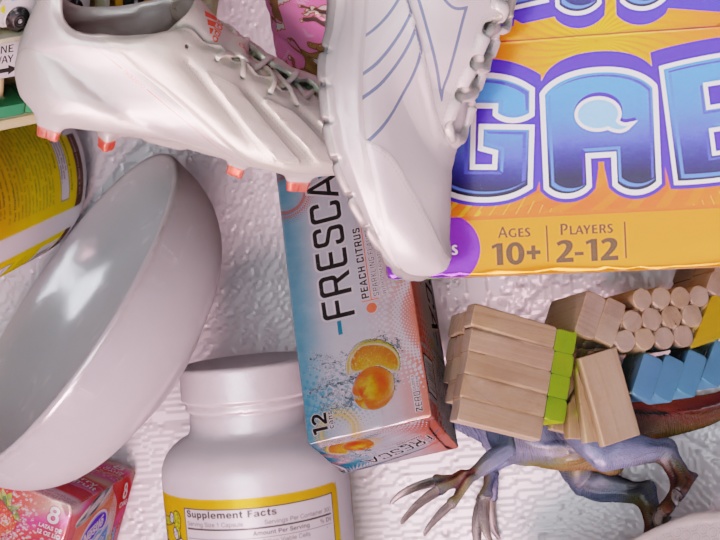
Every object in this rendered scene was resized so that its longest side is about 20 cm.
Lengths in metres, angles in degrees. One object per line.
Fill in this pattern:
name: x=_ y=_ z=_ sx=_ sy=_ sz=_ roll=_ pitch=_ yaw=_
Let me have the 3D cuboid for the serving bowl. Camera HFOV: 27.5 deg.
serving bowl: x=-0.136 y=0.037 z=0.798 sx=0.066 sy=0.200 sz=0.201 roll=35 pitch=102 yaw=-21

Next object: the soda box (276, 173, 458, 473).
soda box: x=0.000 y=0.000 z=0.778 sx=0.068 sy=0.064 sz=0.202 roll=-13 pitch=65 yaw=12

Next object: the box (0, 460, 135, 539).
box: x=-0.247 y=0.137 z=0.862 sx=0.198 sy=0.103 sz=0.096 roll=19 pitch=97 yaw=11

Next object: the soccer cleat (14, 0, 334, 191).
soccer cleat: x=-0.066 y=-0.090 z=0.714 sx=0.197 sy=0.069 sz=0.078 roll=9 pitch=114 yaw=-16

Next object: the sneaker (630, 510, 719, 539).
sneaker: x=0.173 y=0.177 z=0.763 sx=0.199 sy=0.099 sz=0.072 roll=-23 pitch=58 yaw=35

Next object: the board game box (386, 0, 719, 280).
board game box: x=0.121 y=-0.105 z=0.714 sx=0.197 sy=0.200 sz=0.203 roll=-2 pitch=93 yaw=12

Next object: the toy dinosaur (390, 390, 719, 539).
toy dinosaur: x=0.093 y=0.090 z=0.819 sx=0.181 sy=0.105 sz=0.200 roll=36 pitch=67 yaw=16

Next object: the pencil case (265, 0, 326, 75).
pencil case: x=-0.022 y=-0.177 z=0.718 sx=0.082 sy=0.201 sz=0.087 roll=2 pitch=53 yaw=13

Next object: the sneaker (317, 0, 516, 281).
sneaker: x=0.025 y=-0.097 z=0.598 sx=0.086 sy=0.074 sz=0.203 roll=-4 pitch=93 yaw=8

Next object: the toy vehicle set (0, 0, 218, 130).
toy vehicle set: x=-0.156 y=-0.132 z=0.714 sx=0.026 sy=0.198 sz=0.125 roll=42 pitch=135 yaw=35

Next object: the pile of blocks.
pile of blocks: x=0.128 y=0.046 z=0.769 sx=0.198 sy=0.062 sz=0.083 roll=-11 pitch=86 yaw=-17

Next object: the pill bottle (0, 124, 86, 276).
pill bottle: x=-0.232 y=-0.038 z=0.788 sx=0.108 sy=0.200 sz=0.111 roll=3 pitch=104 yaw=12

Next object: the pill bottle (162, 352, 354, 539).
pill bottle: x=-0.054 y=0.151 z=0.812 sx=0.103 sy=0.104 sz=0.203 roll=-4 pitch=93 yaw=12
